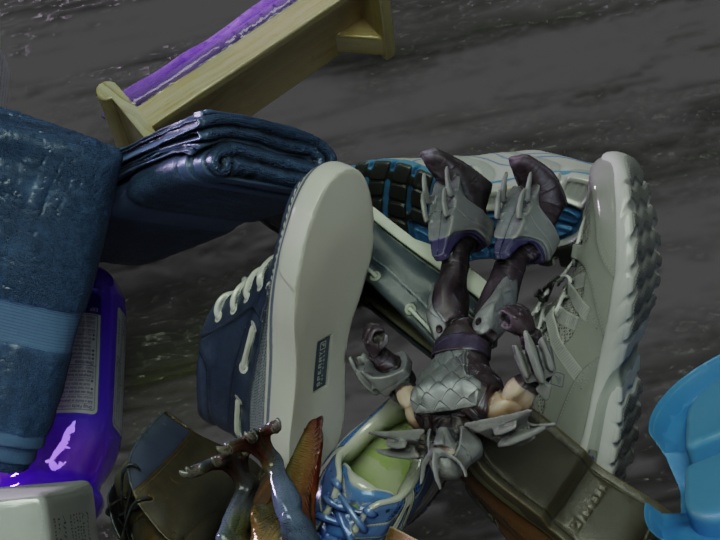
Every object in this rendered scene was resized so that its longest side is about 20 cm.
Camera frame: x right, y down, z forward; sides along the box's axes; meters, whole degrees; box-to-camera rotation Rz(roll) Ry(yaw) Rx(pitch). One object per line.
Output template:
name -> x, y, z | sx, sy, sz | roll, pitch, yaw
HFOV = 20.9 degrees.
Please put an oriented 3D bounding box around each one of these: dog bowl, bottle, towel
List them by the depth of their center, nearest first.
dog bowl -> 0.221, 0.110, 1.097 | 0.111, 0.050, 0.200 | -24, 19, 20
towel -> -0.211, 0.010, 1.111 | 0.111, 0.049, 0.201 | 15, 96, -11
towel -> -0.112, -0.050, 1.187 | 0.199, 0.111, 0.049 | -20, 69, 46
bottle -> -0.188, 0.096, 1.197 | 0.083, 0.065, 0.201 | -7, 62, 9

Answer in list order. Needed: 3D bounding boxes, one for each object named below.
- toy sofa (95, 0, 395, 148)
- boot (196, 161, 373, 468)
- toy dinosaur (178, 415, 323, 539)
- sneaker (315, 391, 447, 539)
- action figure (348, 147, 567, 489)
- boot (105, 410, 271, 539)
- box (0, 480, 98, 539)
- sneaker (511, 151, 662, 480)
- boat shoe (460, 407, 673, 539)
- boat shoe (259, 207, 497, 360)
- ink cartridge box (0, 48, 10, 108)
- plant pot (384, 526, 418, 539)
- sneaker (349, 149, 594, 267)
toy sofa -> -0.081, -0.144, 1.300 | 0.200, 0.083, 0.098 | -35, 66, -12
boot -> -0.053, 0.021, 1.154 | 0.090, 0.201, 0.073 | 25, 27, 33
toy dinosaur -> -0.029, 0.173, 1.034 | 0.199, 0.105, 0.182 | -16, 79, -47
sneaker -> -0.016, 0.152, 1.143 | 0.075, 0.077, 0.201 | 26, 70, 16
action figure -> 0.058, 0.031, 1.099 | 0.129, 0.069, 0.201 | -4, 59, 28
boot -> -0.122, 0.158, 1.112 | 0.097, 0.075, 0.200 | 36, 35, 8
box -> -0.244, 0.224, 1.065 | 0.199, 0.131, 0.200 | -6, 85, 4
sneaker -> 0.127, 0.028, 1.153 | 0.082, 0.075, 0.201 | 9, 97, 20
boat shoe -> 0.134, 0.156, 1.131 | 0.072, 0.068, 0.200 | -41, 86, -22
boat shoe -> 0.000, 0.000, 1.204 | 0.199, 0.075, 0.062 | 33, 75, 19
ink cartridge box -> -0.322, -0.123, 1.249 | 0.144, 0.200, 0.146 | -1, 63, 6
plant pot -> 0.051, 0.267, 1.035 | 0.186, 0.186, 0.201 | 27, 83, 18
sneaker -> 0.079, -0.043, 1.248 | 0.199, 0.075, 0.087 | 5, 23, 21
